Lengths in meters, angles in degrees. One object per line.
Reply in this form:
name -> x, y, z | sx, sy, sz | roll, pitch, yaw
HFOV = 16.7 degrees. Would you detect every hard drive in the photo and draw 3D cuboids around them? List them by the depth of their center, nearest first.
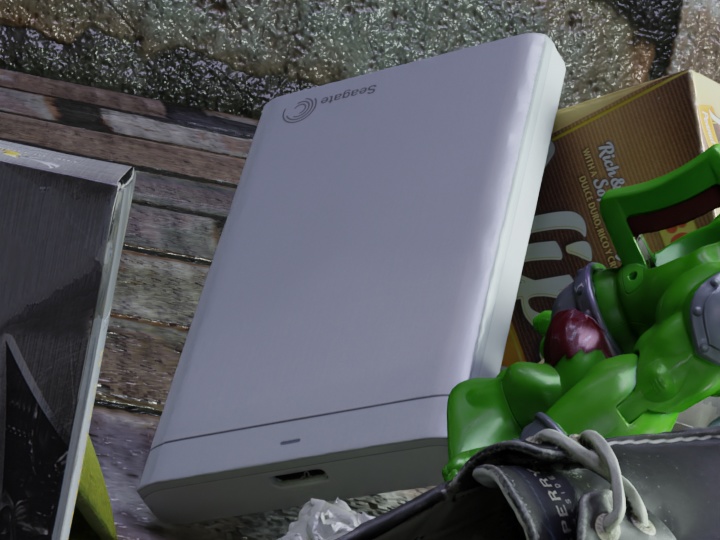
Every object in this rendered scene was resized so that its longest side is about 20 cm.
hard drive -> 0.000, 0.000, 0.916 | 0.131, 0.201, 0.027 | -12, -48, 29

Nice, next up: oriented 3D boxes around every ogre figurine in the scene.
ogre figurine -> 0.093, 0.026, 0.799 | 0.099, 0.120, 0.200 | 61, 23, 16

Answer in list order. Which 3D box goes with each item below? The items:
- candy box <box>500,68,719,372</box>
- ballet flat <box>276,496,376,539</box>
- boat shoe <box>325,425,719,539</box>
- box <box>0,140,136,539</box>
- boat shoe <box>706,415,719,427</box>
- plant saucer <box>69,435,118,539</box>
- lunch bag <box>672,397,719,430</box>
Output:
candy box -> 0.061, 0.006, 0.972 | 0.199, 0.116, 0.055 | -16, -16, 29
ballet flat -> 0.063, 0.104, 0.685 | 0.199, 0.072, 0.072 | 13, 8, 10
boat shoe -> 0.051, 0.077, 0.620 | 0.199, 0.064, 0.071 | -24, 43, -22
box -> -0.162, 0.035, 0.558 | 0.199, 0.159, 0.048 | 12, 7, -2
boat shoe -> 0.164, 0.093, 0.854 | 0.071, 0.091, 0.200 | -26, 4, 20
plant saucer -> -0.179, 0.016, 0.767 | 0.199, 0.048, 0.200 | 13, -20, 11
lunch bag -> 0.179, 0.052, 1.145 | 0.163, 0.118, 0.200 | 13, 13, 12
